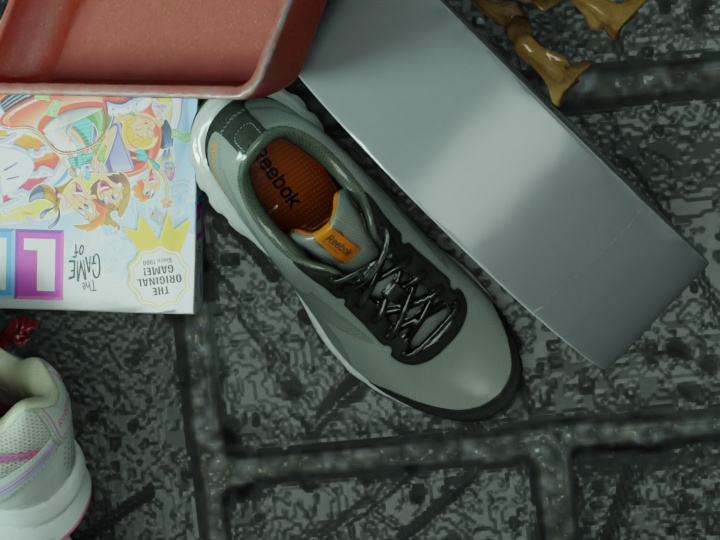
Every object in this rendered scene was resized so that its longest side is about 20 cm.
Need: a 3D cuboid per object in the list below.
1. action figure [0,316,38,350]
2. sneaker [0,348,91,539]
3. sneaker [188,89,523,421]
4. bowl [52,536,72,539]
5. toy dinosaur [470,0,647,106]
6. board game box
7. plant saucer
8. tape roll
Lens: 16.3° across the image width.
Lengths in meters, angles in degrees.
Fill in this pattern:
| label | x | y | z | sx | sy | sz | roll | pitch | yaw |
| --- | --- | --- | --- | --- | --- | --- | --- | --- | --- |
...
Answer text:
| label | x | y | z | sx | sy | sz | roll | pitch | yaw |
| --- | --- | --- | --- | --- | --- | --- | --- | --- | --- |
| action figure | -0.187 | 0.034 | 1.143 | 0.098 | 0.066 | 0.201 | -7 | 130 | 22 |
| sneaker | -0.207 | 0.050 | 1.073 | 0.198 | 0.082 | 0.089 | 12 | 132 | -4 |
| sneaker | 0.000 | 0.000 | 1.147 | 0.074 | 0.079 | 0.200 | -45 | 107 | 0 |
| bowl | -0.212 | 0.179 | 1.135 | 0.200 | 0.090 | 0.203 | 14 | 118 | 27 |
| toy dinosaur | 0.061 | -0.126 | 1.087 | 0.106 | 0.200 | 0.061 | 42 | 115 | 7 |
| board game box | -0.172 | -0.051 | 1.182 | 0.198 | 0.034 | 0.136 | 1 | 96 | 3 |
| plant saucer | -0.063 | -0.159 | 1.080 | 0.037 | 0.199 | 0.201 | 30 | 74 | -38 |
| tape roll | 0.058 | -0.050 | 1.086 | 0.200 | 0.200 | 0.066 | 44 | 96 | -2 |
